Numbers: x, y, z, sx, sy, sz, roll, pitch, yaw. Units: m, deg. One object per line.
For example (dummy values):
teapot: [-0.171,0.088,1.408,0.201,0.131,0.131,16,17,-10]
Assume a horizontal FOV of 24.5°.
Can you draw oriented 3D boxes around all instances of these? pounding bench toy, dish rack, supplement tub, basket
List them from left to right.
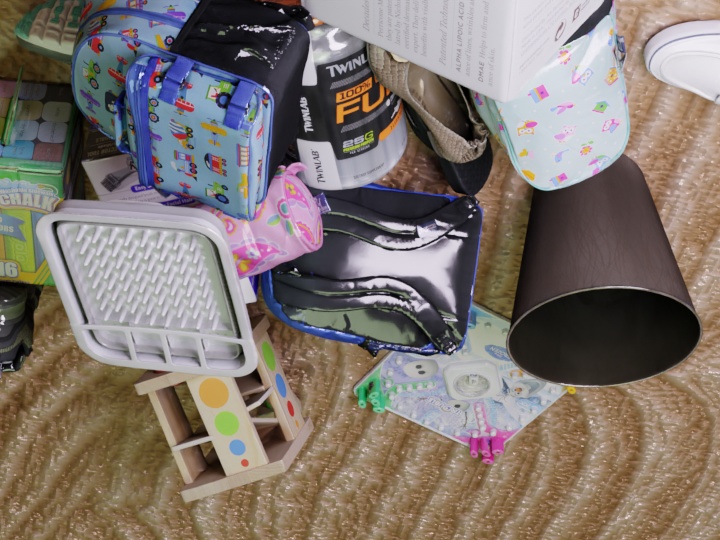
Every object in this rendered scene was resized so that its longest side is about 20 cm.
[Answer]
dish rack: [-0.176,0.010,1.420,0.170,0.044,0.201,5,140,13]
pounding bench toy: [-0.139,0.127,1.802,0.123,0.200,0.157,-19,101,17]
supplement tub: [-0.029,-0.180,1.467,0.121,0.123,0.201,-5,136,8]
basket: [0.223,-0.009,1.577,0.178,0.201,0.137,-7,135,8]

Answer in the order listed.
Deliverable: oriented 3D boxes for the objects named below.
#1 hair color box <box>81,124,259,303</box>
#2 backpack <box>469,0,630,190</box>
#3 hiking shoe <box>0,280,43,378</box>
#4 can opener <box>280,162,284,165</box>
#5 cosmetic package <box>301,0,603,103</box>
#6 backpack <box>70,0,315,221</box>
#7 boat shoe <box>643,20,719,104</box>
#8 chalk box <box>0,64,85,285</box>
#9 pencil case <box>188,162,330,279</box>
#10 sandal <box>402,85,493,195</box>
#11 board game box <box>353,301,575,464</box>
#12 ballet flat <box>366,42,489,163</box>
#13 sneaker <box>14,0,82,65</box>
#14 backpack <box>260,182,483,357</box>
hair color box: [-0.175,-0.053,1.563,0.108,0.065,0.201,-10,131,11]
backpack: [0.160,-0.172,1.459,0.165,0.127,0.201,-17,138,6]
hiking shoe: [-0.363,0.048,1.670,0.075,0.200,0.102,6,98,-4]
can opener: [-0.154,-0.128,1.577,0.198,0.053,0.067,5,132,-5]
cosmetic package: [0.077,-0.269,1.285,0.199,0.165,0.166,27,142,24]
backpack: [-0.152,-0.152,1.355,0.198,0.135,0.183,22,147,5]
boat shoe: [0.355,-0.174,1.497,0.198,0.066,0.074,6,137,-4]
chalk box: [-0.329,-0.099,1.564,0.122,0.125,0.201,4,135,-2]
pencil case: [-0.130,-0.029,1.489,0.198,0.088,0.088,-20,132,17]
sandal: [0.070,-0.145,1.541,0.048,0.076,0.201,17,149,33]
board game box: [0.125,0.128,1.851,0.199,0.026,0.200,26,131,-23]
ballet flat: [0.063,-0.158,1.447,0.046,0.068,0.200,19,158,38]
sneaker: [-0.215,-0.185,1.485,0.198,0.078,0.092,12,133,10]
backpack: [0.000,0.000,1.614,0.198,0.164,0.168,8,174,-11]
